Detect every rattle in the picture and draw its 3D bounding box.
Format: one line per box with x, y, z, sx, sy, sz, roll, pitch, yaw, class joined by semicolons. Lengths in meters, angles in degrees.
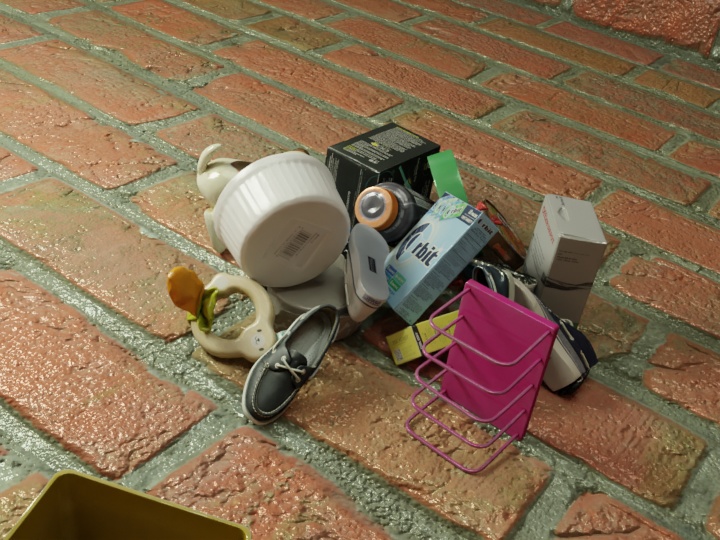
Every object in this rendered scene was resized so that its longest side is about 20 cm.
-0.162;0.067;1.250;0.200;0.143;0.130;36;59;21;rattle

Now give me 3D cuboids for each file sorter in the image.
0.152;0.146;1.175;0.139;0.201;0.125;29;39;28;file sorter

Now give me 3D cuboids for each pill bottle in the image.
0.065;-0.093;1.535;0.106;0.107;0.200;29;7;27;pill bottle

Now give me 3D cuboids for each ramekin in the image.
-0.112;-0.069;1.333;0.200;0.201;0.098;-8;44;-27;ramekin

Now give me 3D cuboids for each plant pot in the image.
-0.228;0.334;0.790;0.199;0.177;0.200;15;32;9;plant pot

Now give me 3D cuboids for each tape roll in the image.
0.171;-0.116;1.586;0.048;0.201;0.201;-17;32;7;tape roll

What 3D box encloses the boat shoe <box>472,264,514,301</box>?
0.191;0.089;1.305;0.062;0.201;0.075;14;-14;-33;boat shoe

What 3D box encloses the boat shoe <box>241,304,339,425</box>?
-0.094;0.123;1.215;0.075;0.060;0.200;37;54;-11;boat shoe

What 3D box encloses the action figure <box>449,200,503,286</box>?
0.154;-0.017;1.458;0.065;0.200;0.099;42;9;-24;action figure

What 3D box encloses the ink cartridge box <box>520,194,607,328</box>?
0.326;-0.003;1.452;0.084;0.201;0.146;9;32;-4;ink cartridge box

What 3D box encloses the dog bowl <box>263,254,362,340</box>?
-0.077;0.039;1.406;0.199;0.059;0.200;8;32;-5;dog bowl

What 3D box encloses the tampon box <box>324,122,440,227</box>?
0.037;-0.173;1.684;0.126;0.150;0.200;30;37;28;tampon box

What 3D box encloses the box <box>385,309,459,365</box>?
0.141;0.091;1.365;0.199;0.075;0.050;-16;82;-35;box

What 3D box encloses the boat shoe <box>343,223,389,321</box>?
0.000;0.000;1.371;0.073;0.065;0.200;30;30;-16;boat shoe

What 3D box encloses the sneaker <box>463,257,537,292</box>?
0.218;0.032;1.483;0.078;0.090;0.200;11;9;-18;sneaker

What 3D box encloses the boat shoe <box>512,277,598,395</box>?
0.288;0.092;1.368;0.093;0.075;0.201;-22;79;-48;boat shoe

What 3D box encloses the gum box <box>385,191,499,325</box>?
0.109;-0.024;1.404;0.045;0.200;0.170;42;3;-21;gum box

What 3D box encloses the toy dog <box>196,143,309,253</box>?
-0.169;-0.145;1.521;0.199;0.195;0.140;-12;23;6;toy dog

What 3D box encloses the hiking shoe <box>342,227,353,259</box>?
-0.044;-0.051;1.565;0.200;0.075;0.087;28;9;31;hiking shoe

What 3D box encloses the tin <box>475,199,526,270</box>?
0.254;-0.066;1.616;0.112;0.042;0.200;51;15;-14;tin
